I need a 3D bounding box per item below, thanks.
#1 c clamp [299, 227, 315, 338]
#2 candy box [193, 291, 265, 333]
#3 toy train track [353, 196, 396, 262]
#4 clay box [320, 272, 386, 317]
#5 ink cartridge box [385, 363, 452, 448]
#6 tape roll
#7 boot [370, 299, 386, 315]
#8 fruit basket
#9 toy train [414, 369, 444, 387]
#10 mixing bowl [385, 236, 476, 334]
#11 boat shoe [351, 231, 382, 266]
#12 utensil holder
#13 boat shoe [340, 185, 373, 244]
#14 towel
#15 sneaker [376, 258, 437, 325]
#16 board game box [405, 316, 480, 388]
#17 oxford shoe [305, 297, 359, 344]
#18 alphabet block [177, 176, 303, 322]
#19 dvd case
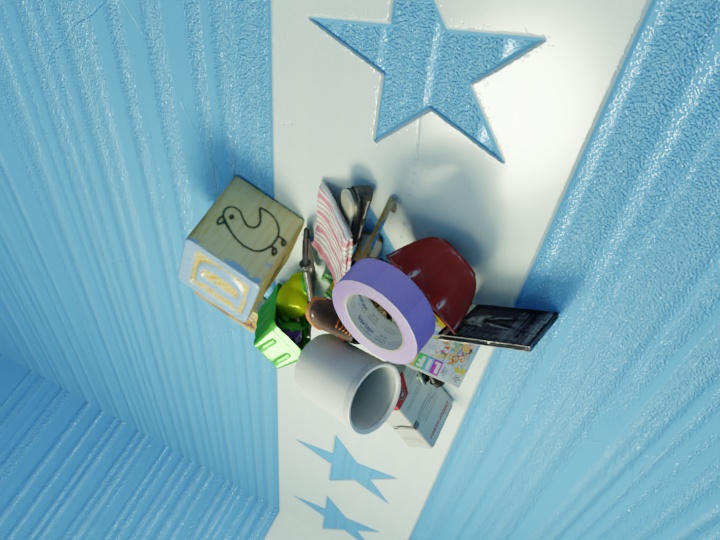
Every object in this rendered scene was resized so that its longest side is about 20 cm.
[{"bbox_3d":[-0.111,0.016,1.689,0.026,0.173,0.203,-2,131,4],"label":"c clamp"},{"bbox_3d":[-0.343,0.074,2.049,0.198,0.056,0.116,36,147,-3],"label":"candy box"},{"bbox_3d":[0.030,-0.047,1.506,0.032,0.115,0.203,18,111,-19],"label":"toy train track"},{"bbox_3d":[-0.015,0.081,1.757,0.198,0.048,0.115,32,169,0],"label":"clay box"},{"bbox_3d":[0.126,0.318,1.887,0.083,0.145,0.201,-8,129,45],"label":"ink cartridge box"},{"bbox_3d":[0.042,0.077,1.428,0.198,0.066,0.202,30,146,22],"label":"tape roll"},{"bbox_3d":[0.038,0.048,1.609,0.097,0.198,0.076,-38,65,37],"label":"boot"},{"bbox_3d":[-0.160,0.104,1.853,0.214,0.217,0.156,-15,125,49],"label":"fruit basket"},{"bbox_3d":[0.140,0.167,1.712,0.084,0.115,0.202,-21,123,13],"label":"toy train"},{"bbox_3d":[0.151,0.011,1.468,0.201,0.108,0.200,48,-178,-2],"label":"mixing bowl"},{"bbox_3d":[0.000,0.000,1.651,0.070,0.070,0.202,21,147,10],"label":"boat shoe"},{"bbox_3d":[-0.033,0.253,1.761,0.198,0.170,0.172,25,150,40],"label":"utensil holder"},{"bbox_3d":[-0.012,-0.101,1.544,0.201,0.056,0.068,104,144,-59],"label":"boat shoe"},{"bbox_3d":[-0.059,-0.062,1.582,0.202,0.029,0.148,99,149,-55],"label":"towel"},{"bbox_3d":[0.073,0.060,1.489,0.201,0.080,0.074,50,-179,-31],"label":"sneaker"},{"bbox_3d":[0.154,0.149,1.613,0.197,0.136,0.034,25,-174,-21],"label":"board game box"},{"bbox_3d":[-0.045,0.113,1.697,0.072,0.072,0.199,17,171,40],"label":"oxford shoe"},{"bbox_3d":[-0.266,-0.044,1.701,0.193,0.202,0.197,33,148,-3],"label":"alphabet block"},{"bbox_3d":[0.269,0.109,1.501,0.197,0.148,0.016,5,116,36],"label":"dvd case"}]
